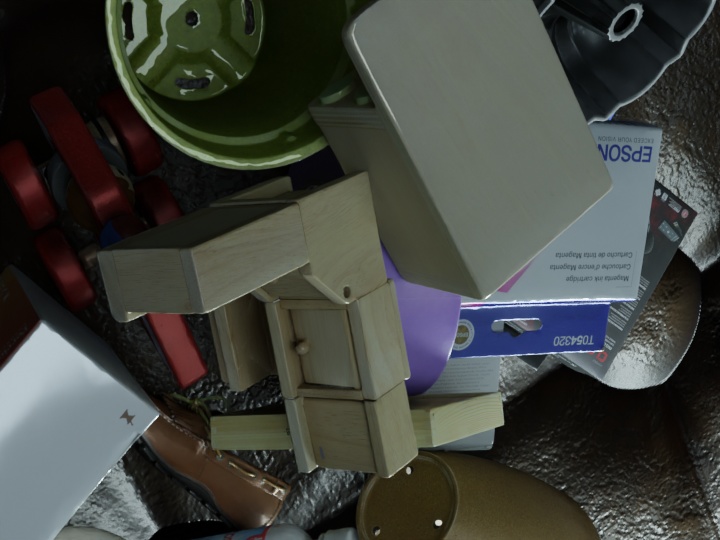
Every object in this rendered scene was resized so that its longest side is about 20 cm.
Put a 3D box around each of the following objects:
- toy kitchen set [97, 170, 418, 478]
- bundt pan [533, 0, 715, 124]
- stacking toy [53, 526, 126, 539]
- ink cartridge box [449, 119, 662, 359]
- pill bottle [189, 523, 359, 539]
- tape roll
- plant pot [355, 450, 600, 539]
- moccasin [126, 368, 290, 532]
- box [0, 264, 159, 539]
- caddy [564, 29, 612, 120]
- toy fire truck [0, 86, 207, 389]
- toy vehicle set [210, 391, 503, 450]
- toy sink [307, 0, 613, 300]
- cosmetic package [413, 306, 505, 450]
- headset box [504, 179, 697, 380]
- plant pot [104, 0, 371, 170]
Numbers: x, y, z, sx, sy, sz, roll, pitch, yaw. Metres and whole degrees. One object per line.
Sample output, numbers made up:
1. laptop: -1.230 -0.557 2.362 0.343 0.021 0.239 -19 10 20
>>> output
1. toy kitchen set: -0.088 0.056 0.794 0.180 0.162 0.202 -28 111 -50
2. bundt pan: 0.169 -0.202 0.878 0.201 0.076 0.203 -28 149 -19
3. stacking toy: -0.236 0.280 0.918 0.145 0.200 0.148 9 68 -24
4. ink cartridge box: 0.145 -0.022 0.970 0.194 0.043 0.203 -2 103 -27
5. pill bottle: -0.094 0.265 0.972 0.198 0.109 0.110 -13 107 11
6. tape roll: 0.000 0.000 0.950 0.084 0.200 0.203 0 101 -22
7. plant pot: 0.084 0.231 1.002 0.187 0.186 0.200 -52 138 -5
8. moccasin: -0.133 0.140 0.992 0.201 0.073 0.078 45 77 -22
9. box: -0.250 0.101 0.866 0.106 0.200 0.153 43 82 -23
10. caddy: 0.150 -0.166 1.009 0.141 0.105 0.201 31 88 -26
11. toy fire truck: -0.175 -0.028 0.874 0.111 0.168 0.201 -29 133 -15
12. toy vehicle set: -0.003 0.117 0.939 0.124 0.198 0.027 -2 86 -58
13. toy sink: 0.054 -0.104 0.798 0.130 0.112 0.201 -39 115 -20
14. cosmetic package: 0.065 0.041 1.034 0.080 0.113 0.203 1 102 -24
15. headset box: 0.190 -0.008 1.095 0.148 0.075 0.201 33 87 -25
16. plant pot: -0.103 -0.182 0.879 0.198 0.184 0.203 -4 101 -22
